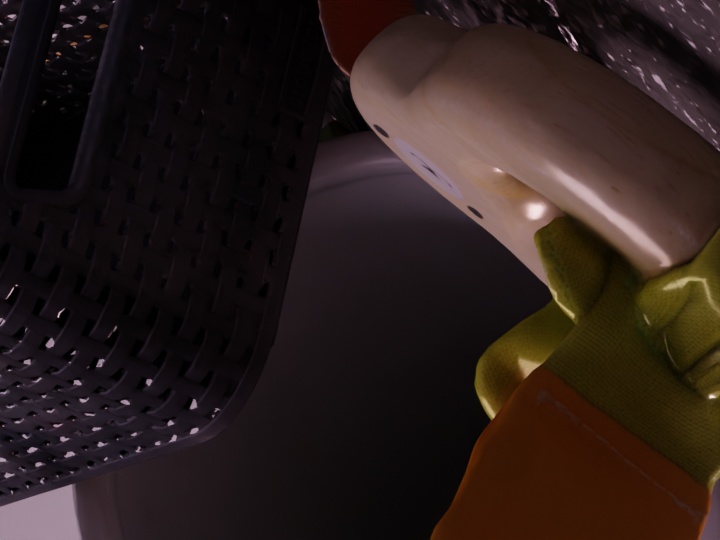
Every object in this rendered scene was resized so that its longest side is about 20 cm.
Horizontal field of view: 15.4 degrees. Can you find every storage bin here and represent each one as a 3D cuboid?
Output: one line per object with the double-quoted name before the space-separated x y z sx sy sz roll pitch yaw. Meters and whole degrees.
"storage bin" -0.104 -0.017 0.749 0.093 0.136 0.200 25 155 -28

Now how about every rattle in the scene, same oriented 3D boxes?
"rattle" 0.019 0.014 0.595 0.200 0.143 0.130 32 -174 42

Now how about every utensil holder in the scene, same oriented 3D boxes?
"utensil holder" 0.035 0.080 0.804 0.170 0.170 0.200 41 176 39

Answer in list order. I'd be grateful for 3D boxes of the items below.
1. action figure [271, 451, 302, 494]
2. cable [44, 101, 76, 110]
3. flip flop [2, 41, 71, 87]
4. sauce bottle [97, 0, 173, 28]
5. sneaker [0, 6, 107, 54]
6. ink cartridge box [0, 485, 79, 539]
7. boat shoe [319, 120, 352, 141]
"action figure" -0.042 0.008 0.897 0.118 0.054 0.201 29 -128 -79
"cable" -0.153 -0.090 1.087 0.200 0.097 0.051 -121 27 -57
"flip flop" -0.111 -0.101 1.009 0.199 0.058 0.081 20 -159 19
"sauce bottle" -0.091 -0.124 0.755 0.066 0.066 0.200 40 173 42
"sneaker" -0.138 -0.155 0.959 0.200 0.075 0.088 37 154 46
"ink cartridge box" -0.158 0.062 1.015 0.083 0.146 0.200 19 -159 -33
"boat shoe" -0.002 -0.002 1.015 0.073 0.063 0.201 44 175 7
